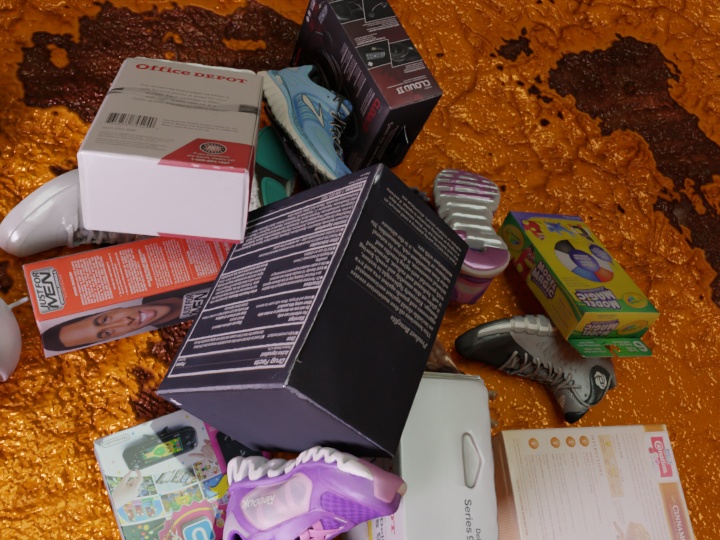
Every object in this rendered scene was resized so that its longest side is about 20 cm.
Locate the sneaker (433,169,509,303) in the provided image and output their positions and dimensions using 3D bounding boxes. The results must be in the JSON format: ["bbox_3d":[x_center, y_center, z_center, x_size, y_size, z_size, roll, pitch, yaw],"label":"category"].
[{"bbox_3d":[0.117,-0.039,0.904,0.080,0.089,0.201,8,41,-4],"label":"sneaker"}]

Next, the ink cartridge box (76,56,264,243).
[{"bbox_3d":[-0.173,-0.121,0.754,0.146,0.083,0.200,6,37,-6],"label":"ink cartridge box"}]

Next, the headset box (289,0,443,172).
[{"bbox_3d":[0.005,-0.217,0.915,0.077,0.149,0.201,-20,74,-25],"label":"headset box"}]

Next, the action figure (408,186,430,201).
[{"bbox_3d":[0.000,0.000,0.838,0.148,0.134,0.201,24,84,32],"label":"action figure"}]

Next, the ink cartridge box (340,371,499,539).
[{"bbox_3d":[0.043,0.190,0.706,0.087,0.200,0.146,6,65,-16],"label":"ink cartridge box"}]

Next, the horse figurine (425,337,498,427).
[{"bbox_3d":[0.078,0.111,0.780,0.050,0.200,0.132,-42,56,-20],"label":"horse figurine"}]

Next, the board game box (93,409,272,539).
[{"bbox_3d":[-0.140,0.228,0.709,0.147,0.064,0.201,-17,73,-24],"label":"board game box"}]

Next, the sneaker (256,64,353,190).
[{"bbox_3d":[-0.044,-0.160,0.853,0.090,0.078,0.201,-24,62,-7],"label":"sneaker"}]

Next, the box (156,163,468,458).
[{"bbox_3d":[-0.041,0.043,0.663,0.123,0.200,0.199,40,59,-28],"label":"box"}]

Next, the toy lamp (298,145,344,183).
[{"bbox_3d":[-0.052,-0.057,0.876,0.058,0.058,0.201,14,65,-11],"label":"toy lamp"}]

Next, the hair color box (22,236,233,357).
[{"bbox_3d":[-0.213,0.017,0.762,0.199,0.102,0.061,-14,70,-22],"label":"hair color box"}]

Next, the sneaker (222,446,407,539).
[{"bbox_3d":[-0.045,0.193,0.612,0.080,0.200,0.089,36,54,-28],"label":"sneaker"}]

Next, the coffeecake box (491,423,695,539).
[{"bbox_3d":[0.234,0.246,0.814,0.199,0.073,0.154,2,65,-17],"label":"coffeecake box"}]

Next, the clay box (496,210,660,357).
[{"bbox_3d":[0.250,0.013,0.892,0.114,0.048,0.200,1,40,-29],"label":"clay box"}]

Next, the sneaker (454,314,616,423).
[{"bbox_3d":[0.206,0.113,0.869,0.199,0.075,0.116,-2,69,-20],"label":"sneaker"}]

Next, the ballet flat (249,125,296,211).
[{"bbox_3d":[-0.110,-0.087,0.856,0.071,0.072,0.200,11,38,-13],"label":"ballet flat"}]

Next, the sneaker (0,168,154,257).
[{"bbox_3d":[-0.251,-0.046,0.796,0.200,0.074,0.116,-35,77,-29],"label":"sneaker"}]

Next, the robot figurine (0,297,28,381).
[{"bbox_3d":[-0.378,0.083,0.669,0.169,0.113,0.200,22,55,34],"label":"robot figurine"}]
